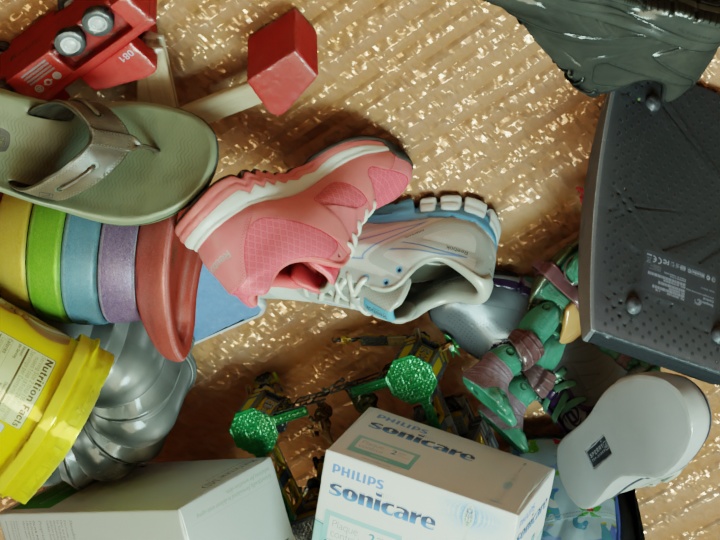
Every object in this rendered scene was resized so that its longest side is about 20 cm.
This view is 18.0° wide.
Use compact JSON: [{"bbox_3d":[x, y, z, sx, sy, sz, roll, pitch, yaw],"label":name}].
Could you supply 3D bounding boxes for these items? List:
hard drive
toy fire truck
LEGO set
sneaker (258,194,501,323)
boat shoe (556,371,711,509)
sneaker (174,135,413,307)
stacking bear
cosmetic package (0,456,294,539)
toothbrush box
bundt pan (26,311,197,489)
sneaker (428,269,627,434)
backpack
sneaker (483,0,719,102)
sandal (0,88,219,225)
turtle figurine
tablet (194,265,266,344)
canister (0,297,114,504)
[{"bbox_3d":[0.204,-0.029,1.493,0.134,0.202,0.042,18,153,-19],"label":"hard drive"},{"bbox_3d":[-0.141,-0.127,1.478,0.199,0.049,0.141,-32,126,24],"label":"toy fire truck"},{"bbox_3d":[0.010,0.116,1.693,0.199,0.116,0.154,-27,102,23],"label":"LEGO set"},{"bbox_3d":[0.000,0.000,1.578,0.198,0.087,0.075,-7,134,5],"label":"sneaker"},{"bbox_3d":[0.199,0.113,1.552,0.065,0.072,0.200,-16,162,-22],"label":"boat shoe"},{"bbox_3d":[-0.032,-0.025,1.501,0.199,0.087,0.074,-20,162,-43],"label":"sneaker"},{"bbox_3d":[-0.211,-0.019,1.521,0.198,0.122,0.114,6,160,9],"label":"stacking bear"},{"bbox_3d":[-0.157,0.196,1.672,0.199,0.107,0.086,-8,101,40],"label":"cosmetic package"},{"bbox_3d":[0.041,0.218,1.603,0.145,0.085,0.202,18,114,17],"label":"toothbrush box"},{"bbox_3d":[-0.220,0.084,1.640,0.200,0.076,0.203,3,135,3],"label":"bundt pan"},{"bbox_3d":[0.138,0.070,1.646,0.199,0.088,0.074,24,128,-23],"label":"sneaker"},{"bbox_3d":[0.146,0.242,1.729,0.146,0.201,0.184,-7,134,4],"label":"backpack"},{"bbox_3d":[0.139,-0.156,1.443,0.198,0.076,0.091,16,126,-15],"label":"sneaker"},{"bbox_3d":[-0.188,-0.075,1.430,0.199,0.081,0.057,7,175,-7],"label":"sandal"},{"bbox_3d":[0.158,0.030,1.585,0.200,0.101,0.150,-46,136,-8],"label":"turtle figurine"},{"bbox_3d":[-0.169,-0.012,1.609,0.129,0.014,0.200,-23,129,18],"label":"tablet"},{"bbox_3d":[-0.279,0.058,1.502,0.199,0.087,0.149,30,148,-10],"label":"canister"}]
